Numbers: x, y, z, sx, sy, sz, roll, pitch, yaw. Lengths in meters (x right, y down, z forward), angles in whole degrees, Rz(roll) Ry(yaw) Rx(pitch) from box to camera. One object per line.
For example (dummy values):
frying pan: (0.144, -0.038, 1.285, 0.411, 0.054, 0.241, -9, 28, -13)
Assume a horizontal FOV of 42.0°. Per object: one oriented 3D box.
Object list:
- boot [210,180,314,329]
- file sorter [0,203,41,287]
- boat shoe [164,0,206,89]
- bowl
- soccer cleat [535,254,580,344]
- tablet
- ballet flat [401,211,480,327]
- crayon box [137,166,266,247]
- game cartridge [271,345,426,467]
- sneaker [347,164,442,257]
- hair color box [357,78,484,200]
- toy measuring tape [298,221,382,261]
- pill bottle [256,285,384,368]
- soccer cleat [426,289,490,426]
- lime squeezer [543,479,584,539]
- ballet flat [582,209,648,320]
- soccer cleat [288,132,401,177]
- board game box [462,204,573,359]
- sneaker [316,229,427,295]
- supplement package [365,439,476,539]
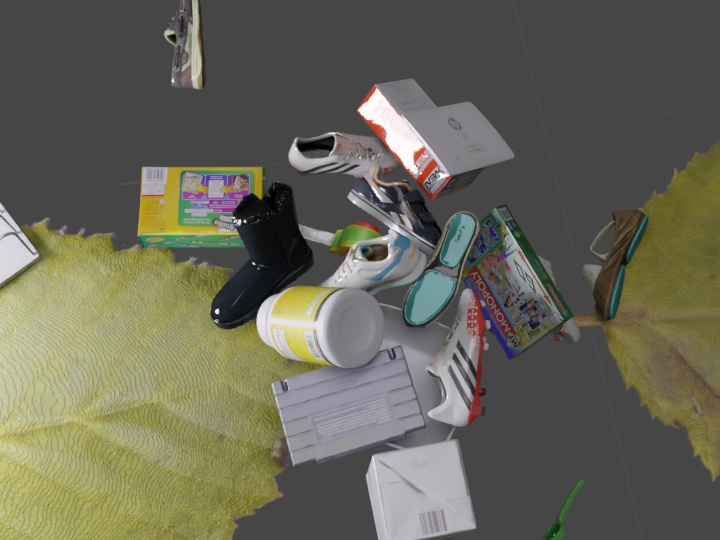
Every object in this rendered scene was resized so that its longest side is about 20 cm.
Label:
boot: (-0.167, -0.025, 1.420, 0.200, 0.169, 0.076, -38, 50, -16)
file sorter: (-0.623, -0.071, 1.449, 0.139, 0.125, 0.200, -38, 77, -13)
boat shoe: (-0.302, -0.404, 1.599, 0.065, 0.072, 0.202, -5, 76, -9)
bowl: (0.061, 0.170, 1.418, 0.198, 0.075, 0.201, 21, 71, 5)
soccer cleat: (0.286, 0.026, 1.479, 0.077, 0.069, 0.200, -35, 73, -16)
tablet: (0.162, -0.218, 1.522, 0.199, 0.014, 0.130, -20, 68, -48)
ballet flat: (0.128, 0.005, 1.423, 0.067, 0.062, 0.201, 29, 83, 13)
crayon box: (-0.252, -0.102, 1.505, 0.198, 0.058, 0.120, 0, 72, -2)
game cartridge: (-0.017, 0.197, 1.352, 0.199, 0.038, 0.131, -15, 78, -6)
sneaker: (0.078, -0.093, 1.496, 0.200, 0.078, 0.080, 36, 96, 11)
hair color box: (0.100, -0.216, 1.529, 0.111, 0.064, 0.200, -21, 67, -49)
toy measuring tape: (-0.034, -0.054, 1.491, 0.199, 0.074, 0.074, 18, 72, 4)
pill bottle: (-0.065, 0.079, 1.374, 0.112, 0.199, 0.113, -1, 92, -38)
soccer cleat: (0.138, 0.123, 1.356, 0.084, 0.069, 0.202, 5, 76, -5)
lime squeezer: (0.297, 0.404, 1.367, 0.070, 0.038, 0.202, 4, 71, -1)
ballet flat: (0.399, -0.015, 1.502, 0.072, 0.068, 0.201, 15, 70, 25)
soccer cleat: (-0.019, -0.192, 1.529, 0.198, 0.085, 0.069, -1, 71, -2)
board game box: (0.227, 0.019, 1.445, 0.029, 0.135, 0.201, -15, 69, -41)
sneaker: (0.000, 0.000, 1.431, 0.199, 0.081, 0.077, -27, 37, 25)
supplement package: (0.079, 0.318, 1.301, 0.120, 0.200, 0.121, -10, 71, -5)
